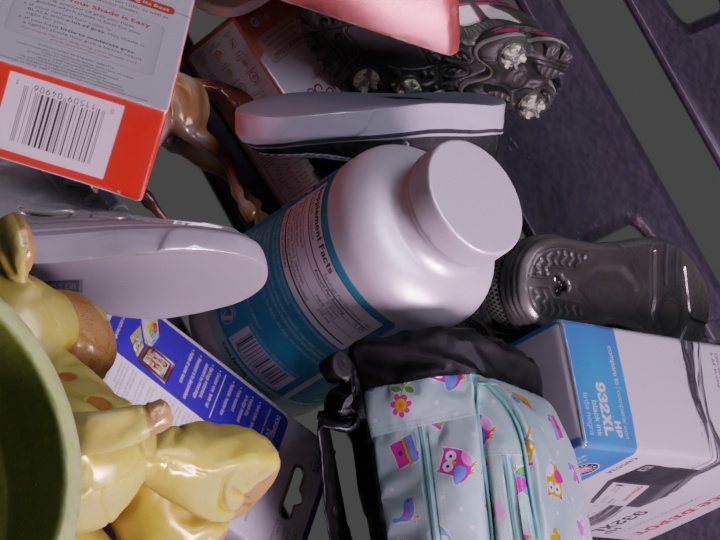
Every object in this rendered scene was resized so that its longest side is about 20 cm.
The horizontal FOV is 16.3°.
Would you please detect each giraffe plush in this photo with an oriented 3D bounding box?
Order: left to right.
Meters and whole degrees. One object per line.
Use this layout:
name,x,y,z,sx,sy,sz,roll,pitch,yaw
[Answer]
giraffe plush,-0.162,0.071,1.265,0.162,0.172,0.200,57,5,29

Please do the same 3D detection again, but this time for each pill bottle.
pill bottle,0.000,0.000,1.428,0.111,0.200,0.111,24,51,-33

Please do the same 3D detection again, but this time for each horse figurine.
horse figurine,-0.120,-0.071,1.465,0.200,0.050,0.133,-25,79,-44

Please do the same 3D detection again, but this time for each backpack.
backpack,0.062,0.140,1.378,0.167,0.126,0.201,26,52,-61

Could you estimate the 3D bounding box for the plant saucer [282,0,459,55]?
plant saucer,-0.022,-0.243,1.505,0.199,0.037,0.200,16,54,-23

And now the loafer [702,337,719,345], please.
loafer,0.172,0.046,1.668,0.200,0.068,0.071,6,71,-38

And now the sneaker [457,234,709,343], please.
sneaker,0.128,0.015,1.571,0.199,0.114,0.077,4,87,-44

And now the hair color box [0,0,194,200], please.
hair color box,-0.154,-0.127,1.391,0.111,0.064,0.200,17,33,-7

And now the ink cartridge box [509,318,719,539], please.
ink cartridge box,0.150,0.103,1.553,0.200,0.145,0.084,9,60,-41

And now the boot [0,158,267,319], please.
boot,-0.152,-0.030,1.354,0.199,0.074,0.096,0,57,-15

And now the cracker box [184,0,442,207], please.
cracker box,-0.004,-0.086,1.586,0.200,0.058,0.134,57,42,-2

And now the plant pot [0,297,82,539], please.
plant pot,-0.252,0.108,1.113,0.199,0.190,0.201,13,63,-27

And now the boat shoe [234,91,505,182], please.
boat shoe,0.006,-0.070,1.495,0.199,0.073,0.068,-6,105,-48

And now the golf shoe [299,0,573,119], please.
golf shoe,0.037,-0.149,1.583,0.200,0.077,0.088,14,29,-36

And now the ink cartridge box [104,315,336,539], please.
ink cartridge box,-0.106,0.083,1.400,0.200,0.037,0.095,37,44,-18

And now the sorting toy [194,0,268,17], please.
sorting toy,-0.088,-0.243,1.561,0.200,0.107,0.180,40,48,-8
